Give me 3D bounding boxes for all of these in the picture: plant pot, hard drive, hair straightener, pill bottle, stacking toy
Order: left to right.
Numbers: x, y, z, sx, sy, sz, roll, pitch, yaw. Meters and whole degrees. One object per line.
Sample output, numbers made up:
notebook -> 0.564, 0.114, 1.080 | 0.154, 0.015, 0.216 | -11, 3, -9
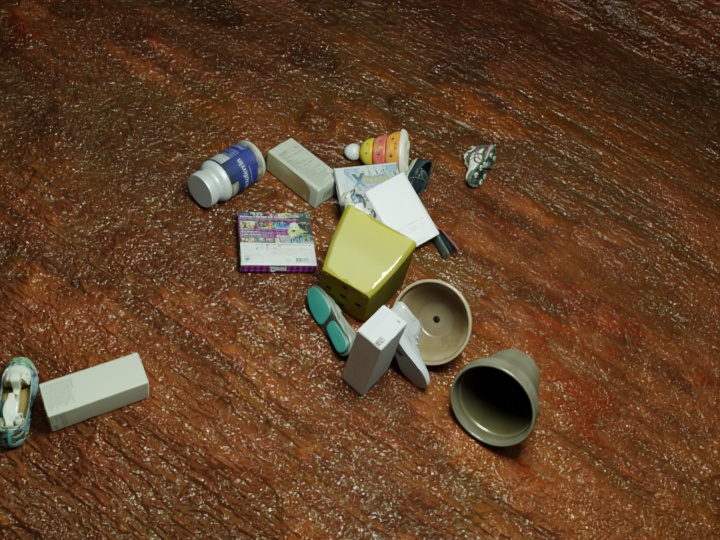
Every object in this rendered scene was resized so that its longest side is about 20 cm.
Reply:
pill bottle -> -0.360, -0.258, 1.783 | 0.115, 0.117, 0.200 | 37, 52, 15
plant pot -> 0.000, 0.000, 1.635 | 0.198, 0.201, 0.178 | 29, 60, 9
stacking toy -> 0.047, -0.350, 1.994 | 0.196, 0.148, 0.148 | 2, 48, 9
hard drive -> 0.113, -0.156, 1.835 | 0.130, 0.027, 0.202 | -28, 82, -14
hair straightener -> 0.194, -0.113, 1.871 | 0.076, 0.041, 0.202 | -19, 64, -28
plant pot -> 0.178, 0.124, 1.613 | 0.199, 0.203, 0.093 | 35, 9, 14
plant pot -> 0.330, 0.269, 1.516 | 0.199, 0.202, 0.173 | 38, 35, 16

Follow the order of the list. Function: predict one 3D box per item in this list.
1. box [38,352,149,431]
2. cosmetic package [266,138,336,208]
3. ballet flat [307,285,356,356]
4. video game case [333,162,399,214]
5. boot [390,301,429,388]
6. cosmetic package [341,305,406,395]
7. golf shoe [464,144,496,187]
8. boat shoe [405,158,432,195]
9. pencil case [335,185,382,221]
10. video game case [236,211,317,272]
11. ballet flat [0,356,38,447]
box -> -0.538, 0.245, 1.346 | 0.197, 0.069, 0.083 | -16, 57, -27
cosmetic package -> -0.164, -0.279, 1.886 | 0.199, 0.072, 0.105 | 40, 51, 17
ballet flat -> -0.064, 0.122, 1.601 | 0.063, 0.068, 0.202 | 5, 45, -49
video game case -> 0.032, -0.206, 1.864 | 0.196, 0.022, 0.186 | -9, 82, -23
boot -> 0.121, 0.170, 1.544 | 0.096, 0.073, 0.202 | -44, 112, -34
cosmetic package -> 0.028, 0.181, 1.475 | 0.074, 0.202, 0.101 | 36, 50, 18
golf shoe -> 0.362, -0.331, 2.097 | 0.087, 0.078, 0.201 | 14, 43, 23
boat shoe -> 0.171, -0.269, 1.970 | 0.061, 0.076, 0.202 | 0, 40, 22
pencil case -> 0.015, -0.125, 1.772 | 0.089, 0.078, 0.202 | -23, 78, -53
video game case -> -0.220, -0.074, 1.724 | 0.196, 0.036, 0.184 | 0, 52, -17
ballet flat -> -0.677, 0.245, 1.305 | 0.073, 0.075, 0.202 | -4, 53, -19
